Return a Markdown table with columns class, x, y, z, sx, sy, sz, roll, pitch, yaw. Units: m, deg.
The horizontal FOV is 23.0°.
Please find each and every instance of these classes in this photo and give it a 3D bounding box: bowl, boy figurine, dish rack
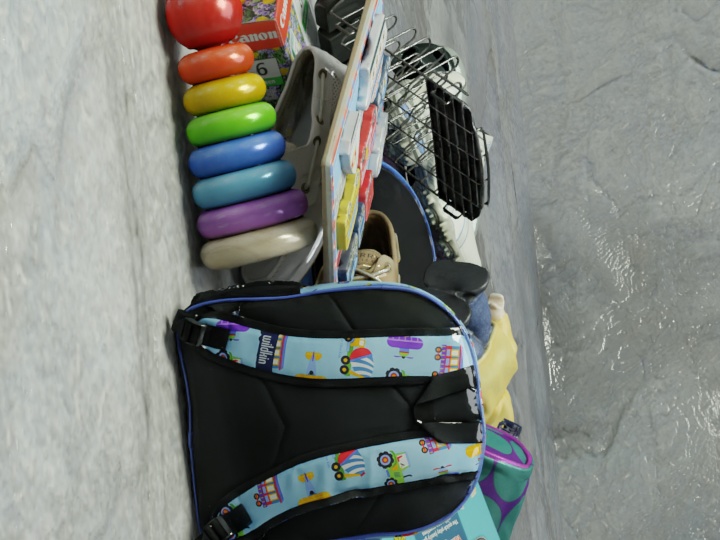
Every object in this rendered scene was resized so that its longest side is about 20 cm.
| class | x | y | z | sx | sy | sz | roll | pitch | yaw |
| --- | --- | --- | --- | --- | --- | --- | --- | --- | --- |
| bowl | 0.000 | 0.000 | 1.491 | 0.200 | 0.039 | 0.202 | 9 | 78 | -54 |
| boy figurine | 0.095 | 0.077 | 1.504 | 0.125 | 0.064 | 0.201 | -61 | 151 | -31 |
| dish rack | 0.041 | -0.136 | 1.420 | 0.200 | 0.054 | 0.154 | 40 | -24 | 33 |

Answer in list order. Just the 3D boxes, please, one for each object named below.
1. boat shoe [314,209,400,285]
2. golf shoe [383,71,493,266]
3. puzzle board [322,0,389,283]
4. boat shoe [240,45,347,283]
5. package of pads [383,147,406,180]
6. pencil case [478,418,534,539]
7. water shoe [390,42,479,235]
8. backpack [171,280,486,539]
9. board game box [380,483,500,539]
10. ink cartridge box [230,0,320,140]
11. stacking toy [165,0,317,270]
| class | x | y | z | sx | sy | sz | roll | pitch | yaw |
| --- | --- | --- | --- | --- | --- | --- | --- | --- | --- |
| boat shoe | -0.005 | 0.015 | 1.339 | 0.200 | 0.071 | 0.065 | -83 | 180 | -65 |
| golf shoe | 0.086 | -0.082 | 1.579 | 0.078 | 0.097 | 0.201 | 32 | -34 | 64 |
| puzzle board | -0.001 | -0.091 | 1.277 | 0.151 | 0.017 | 0.201 | 91 | 9 | -47 |
| boat shoe | -0.059 | -0.077 | 1.347 | 0.069 | 0.070 | 0.201 | 35 | 64 | -45 |
| package of pads | 0.005 | -0.030 | 1.631 | 0.120 | 0.075 | 0.202 | 27 | 57 | -73 |
| pencil case | 0.074 | 0.220 | 1.468 | 0.085 | 0.092 | 0.201 | -1 | 117 | -48 |
| water shoe | 0.059 | -0.109 | 1.642 | 0.079 | 0.071 | 0.202 | -3 | 87 | -53 |
| backpack | -0.011 | 0.092 | 1.184 | 0.134 | 0.198 | 0.184 | -1 | 84 | -78 |
| board game box | 0.027 | 0.161 | 1.339 | 0.151 | 0.047 | 0.201 | -18 | 87 | -56 |
| ink cartridge box | -0.075 | -0.204 | 1.399 | 0.201 | 0.050 | 0.109 | 73 | 16 | -46 |
| stacking toy | -0.093 | -0.106 | 1.231 | 0.085 | 0.085 | 0.201 | -33 | 109 | -77 |
